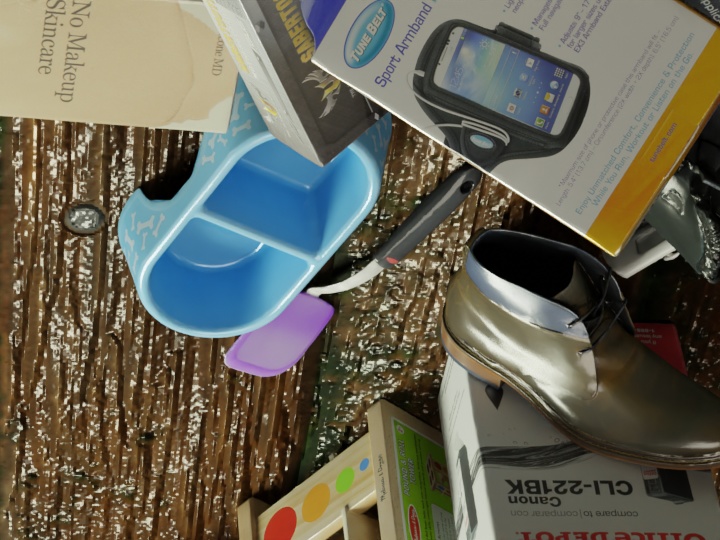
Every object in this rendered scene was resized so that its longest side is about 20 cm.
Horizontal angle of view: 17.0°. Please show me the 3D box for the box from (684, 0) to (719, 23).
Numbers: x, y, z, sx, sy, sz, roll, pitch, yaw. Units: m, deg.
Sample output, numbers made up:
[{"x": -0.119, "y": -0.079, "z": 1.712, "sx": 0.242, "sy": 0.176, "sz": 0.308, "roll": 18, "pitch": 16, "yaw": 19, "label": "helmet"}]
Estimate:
[{"x": 0.229, "y": -0.198, "z": 1.204, "sx": 0.200, "sy": 0.117, "sz": 0.197, "roll": -25, "pitch": 132, "yaw": 20, "label": "box"}]

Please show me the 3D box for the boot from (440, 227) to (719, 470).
[{"x": 0.136, "y": 0.047, "z": 1.414, "sx": 0.200, "sy": 0.075, "sz": 0.097, "roll": 24, "pitch": 148, "yaw": 17, "label": "boot"}]

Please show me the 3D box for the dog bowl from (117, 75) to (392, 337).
[{"x": -0.060, "y": -0.036, "z": 1.385, "sx": 0.111, "sy": 0.050, "sz": 0.200, "roll": 22, "pitch": 128, "yaw": -26, "label": "dog bowl"}]

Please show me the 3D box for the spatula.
[{"x": 0.000, "y": 0.000, "z": 1.444, "sx": 0.200, "sy": 0.021, "sz": 0.057, "roll": -38, "pitch": 143, "yaw": 25, "label": "spatula"}]

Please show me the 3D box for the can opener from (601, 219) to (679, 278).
[{"x": 0.215, "y": -0.061, "z": 1.389, "sx": 0.200, "sy": 0.053, "sz": 0.066, "roll": -29, "pitch": 131, "yaw": 21, "label": "can opener"}]

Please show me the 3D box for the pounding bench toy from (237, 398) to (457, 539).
[{"x": 0.012, "y": 0.220, "z": 1.547, "sx": 0.124, "sy": 0.200, "sz": 0.156, "roll": 32, "pitch": 124, "yaw": -33, "label": "pounding bench toy"}]

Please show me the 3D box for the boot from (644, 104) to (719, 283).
[{"x": 0.147, "y": -0.059, "z": 1.269, "sx": 0.073, "sy": 0.162, "sz": 0.198, "roll": -41, "pitch": 164, "yaw": -11, "label": "boot"}]

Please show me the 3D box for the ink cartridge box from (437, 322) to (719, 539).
[{"x": 0.133, "y": 0.129, "z": 1.467, "sx": 0.144, "sy": 0.200, "sz": 0.084, "roll": 2, "pitch": 136, "yaw": -9, "label": "ink cartridge box"}]

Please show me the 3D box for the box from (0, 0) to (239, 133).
[{"x": -0.161, "y": -0.135, "z": 1.250, "sx": 0.200, "sy": 0.078, "sz": 0.095, "roll": 3, "pitch": 134, "yaw": -10, "label": "box"}]

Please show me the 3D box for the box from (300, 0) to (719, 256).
[{"x": 0.072, "y": -0.110, "z": 1.155, "sx": 0.200, "sy": 0.041, "sz": 0.119, "roll": 34, "pitch": 102, "yaw": 9, "label": "box"}]

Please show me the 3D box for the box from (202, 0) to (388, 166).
[{"x": -0.008, "y": -0.173, "z": 1.195, "sx": 0.158, "sy": 0.048, "sz": 0.200, "roll": -41, "pitch": 135, "yaw": -14, "label": "box"}]
